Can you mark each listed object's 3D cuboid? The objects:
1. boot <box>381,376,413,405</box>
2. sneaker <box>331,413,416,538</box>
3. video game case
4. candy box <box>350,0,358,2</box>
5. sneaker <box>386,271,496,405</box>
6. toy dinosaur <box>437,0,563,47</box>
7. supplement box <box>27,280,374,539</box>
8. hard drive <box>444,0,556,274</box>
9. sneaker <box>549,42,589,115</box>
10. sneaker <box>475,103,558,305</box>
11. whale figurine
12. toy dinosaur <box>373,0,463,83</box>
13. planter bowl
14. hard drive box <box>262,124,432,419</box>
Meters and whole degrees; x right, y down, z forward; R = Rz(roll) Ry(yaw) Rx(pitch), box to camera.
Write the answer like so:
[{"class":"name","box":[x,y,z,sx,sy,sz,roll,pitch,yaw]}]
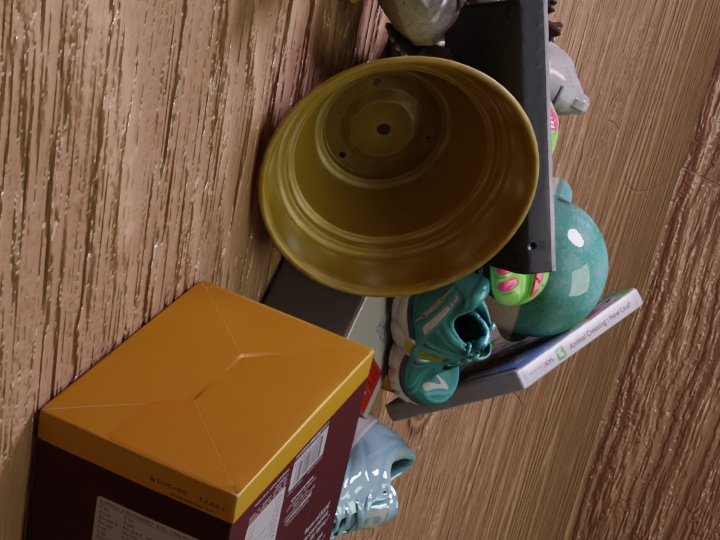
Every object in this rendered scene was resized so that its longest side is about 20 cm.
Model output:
[{"class":"boot","box":[0.063,0.017,1.416,0.144,0.071,0.201,33,88,-48]},{"class":"sneaker","box":[-0.009,0.201,1.367,0.200,0.082,0.074,-51,165,-45]},{"class":"video game case","box":[0.144,0.081,1.485,0.182,0.022,0.200,-30,-174,-37]},{"class":"candy box","box":[0.026,-0.265,1.013,0.200,0.026,0.102,-53,124,-44]},{"class":"sneaker","box":[0.068,0.057,1.270,0.078,0.080,0.200,-60,162,-28]},{"class":"toy dinosaur","box":[0.113,-0.236,1.313,0.077,0.102,0.200,-24,-138,46]},{"class":"supplement box","box":[-0.105,0.150,1.005,0.197,0.133,0.200,-44,151,-57]},{"class":"hard drive","box":[0.104,-0.105,1.192,0.140,0.033,0.200,-158,-116,-70]},{"class":"sneaker","box":[0.154,-0.180,1.423,0.075,0.082,0.200,-58,-163,20]},{"class":"sneaker","box":[0.114,-0.072,1.305,0.077,0.084,0.200,5,90,-33]},{"class":"whale figurine","box":[0.176,-0.005,1.442,0.200,0.104,0.159,-24,131,-79]},{"class":"toy dinosaur","box":[0.044,-0.204,1.115,0.200,0.077,0.102,75,26,-70]},{"class":"planter bowl","box":[0.022,-0.084,1.124,0.083,0.200,0.201,-103,-161,-53]},{"class":"hard drive box","box":[0.000,0.000,1.260,0.200,0.077,0.156,-65,163,-13]}]
